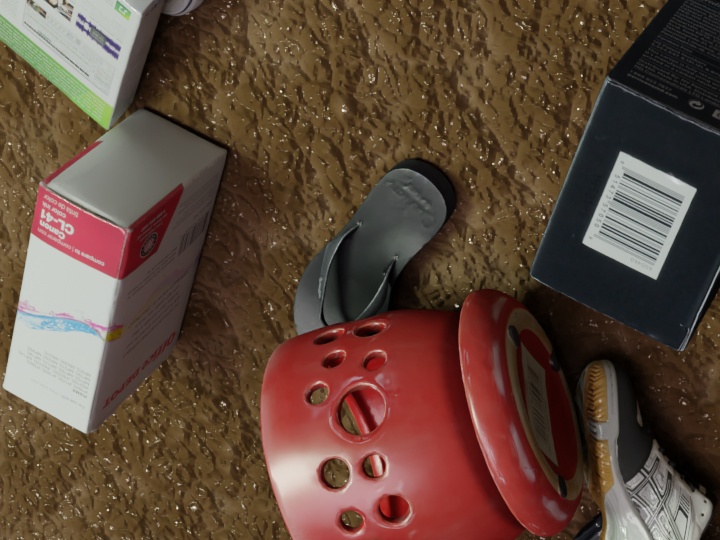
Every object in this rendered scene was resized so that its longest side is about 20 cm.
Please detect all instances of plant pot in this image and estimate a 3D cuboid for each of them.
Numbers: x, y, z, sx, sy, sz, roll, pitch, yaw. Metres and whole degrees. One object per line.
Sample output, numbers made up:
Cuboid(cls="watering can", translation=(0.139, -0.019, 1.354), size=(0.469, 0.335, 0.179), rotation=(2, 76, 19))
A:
Cuboid(cls="plant pot", translation=(0.053, 0.121, 1.406), size=(0.182, 0.201, 0.201), rotation=(-17, 109, 19))

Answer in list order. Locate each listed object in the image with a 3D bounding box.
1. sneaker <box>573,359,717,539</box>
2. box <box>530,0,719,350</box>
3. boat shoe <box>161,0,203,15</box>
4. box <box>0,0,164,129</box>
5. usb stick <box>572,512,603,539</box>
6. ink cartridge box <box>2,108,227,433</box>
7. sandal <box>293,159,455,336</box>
Cuboid(cls="sneaker", translation=(0.211, 0.156, 1.435), size=(0.087, 0.076, 0.201), rotation=(-13, 101, -3))
Cuboid(cls="box", translation=(0.203, -0.075, 1.210), size=(0.107, 0.200, 0.149), rotation=(26, 128, 11))
Cuboid(cls="boat shoe", translation=(-0.191, -0.257, 1.403), size=(0.072, 0.066, 0.200), rotation=(-31, 100, 37))
Cuboid(cls="box", translation=(-0.213, -0.194, 1.418), size=(0.144, 0.036, 0.200), rotation=(40, 155, 1))
Cuboid(cls="usb stick", translation=(0.242, 0.258, 1.490), size=(0.200, 0.033, 0.055), rotation=(43, 128, -1))
Cuboid(cls="ink cartridge box", translation=(-0.187, 0.000, 1.499), size=(0.085, 0.148, 0.201), rotation=(28, 126, 12))
Cuboid(cls="sandal", translation=(0.000, -0.001, 1.464), size=(0.076, 0.043, 0.201), rotation=(34, 128, 7))
